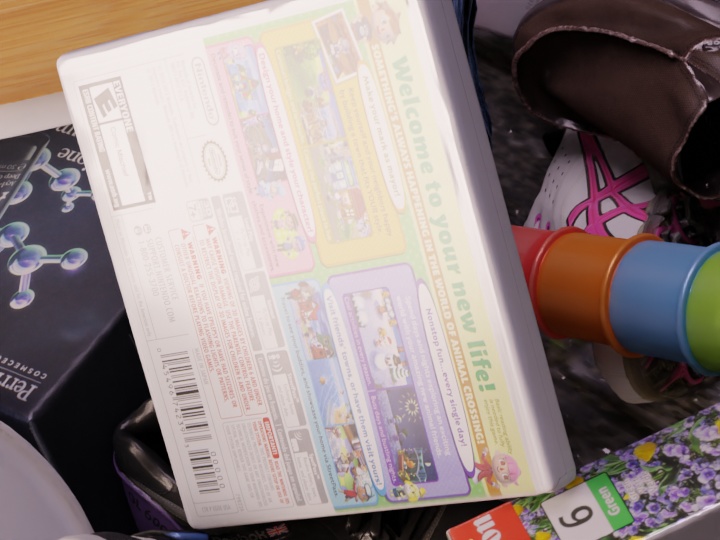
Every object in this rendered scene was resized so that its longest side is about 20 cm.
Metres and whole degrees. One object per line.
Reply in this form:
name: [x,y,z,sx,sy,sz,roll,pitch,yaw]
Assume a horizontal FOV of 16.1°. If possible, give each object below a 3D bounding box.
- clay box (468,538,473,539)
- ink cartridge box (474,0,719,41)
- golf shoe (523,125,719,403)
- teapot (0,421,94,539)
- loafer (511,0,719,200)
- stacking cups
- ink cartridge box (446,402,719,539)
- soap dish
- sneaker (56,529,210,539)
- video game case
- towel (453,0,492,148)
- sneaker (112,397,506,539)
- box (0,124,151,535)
clay box: [0.021,0.181,0.880,0.115,0.201,0.048,-28,33,-8]
ink cartridge box: [0.095,-0.145,1.231,0.057,0.199,0.163,-59,38,15]
golf shoe: [0.117,-0.009,1.141,0.092,0.073,0.200,-21,34,25]
teapot: [-0.207,0.156,1.044,0.146,0.198,0.200,-36,-10,40]
loafer: [0.139,-0.072,1.073,0.199,0.073,0.071,11,50,38]
stacking cups: [0.124,0.015,1.007,0.199,0.061,0.061,7,49,42]
ink cartridge box: [0.083,0.132,0.973,0.199,0.109,0.050,-25,43,-3]
soap dish: [-0.121,-0.141,1.206,0.199,0.082,0.157,-13,32,-11]
sneaker: [-0.039,0.181,1.004,0.073,0.112,0.200,-45,67,29]
video game case: [-0.020,-0.004,0.979,0.181,0.201,0.022,-10,9,37]
towel: [0.026,-0.074,1.137,0.048,0.201,0.112,-22,42,-8]
sneaker: [-0.017,0.100,1.062,0.199,0.088,0.076,5,48,26]
box: [-0.126,0.014,1.181,0.148,0.107,0.200,17,55,34]
